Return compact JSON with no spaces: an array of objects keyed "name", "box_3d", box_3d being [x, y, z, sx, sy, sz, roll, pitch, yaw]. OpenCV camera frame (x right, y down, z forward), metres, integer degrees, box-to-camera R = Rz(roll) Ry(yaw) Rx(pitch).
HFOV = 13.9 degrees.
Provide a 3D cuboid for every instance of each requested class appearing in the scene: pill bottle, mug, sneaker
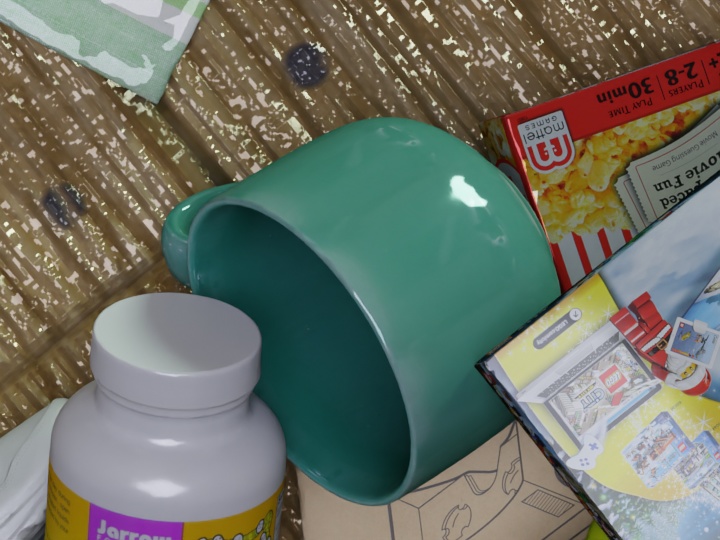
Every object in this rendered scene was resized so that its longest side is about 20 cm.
[{"name":"pill bottle","box_3d":[-0.088,0.114,1.304,0.104,0.104,0.200,6,117,1]},{"name":"mug","box_3d":[0.005,-0.002,1.297,0.114,0.152,0.185,-31,72,-28]},{"name":"sneaker","box_3d":[-0.210,0.117,1.355,0.200,0.078,0.099,-42,88,3]}]

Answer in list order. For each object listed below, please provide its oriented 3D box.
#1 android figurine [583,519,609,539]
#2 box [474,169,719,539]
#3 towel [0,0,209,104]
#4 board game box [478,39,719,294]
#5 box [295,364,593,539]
[{"name":"android figurine","box_3d":[0.137,0.173,1.320,0.200,0.041,0.182,-11,131,2]},{"name":"box","box_3d":[0.167,0.031,1.217,0.200,0.038,0.137,-38,91,-5]},{"name":"towel","box_3d":[-0.116,-0.200,1.357,0.152,0.023,0.200,27,94,-1]},{"name":"board game box","box_3d":[0.158,0.002,1.332,0.151,0.046,0.200,-20,94,-13]},{"name":"box","box_3d":[0.072,0.116,1.372,0.200,0.021,0.164,-7,93,3]}]
